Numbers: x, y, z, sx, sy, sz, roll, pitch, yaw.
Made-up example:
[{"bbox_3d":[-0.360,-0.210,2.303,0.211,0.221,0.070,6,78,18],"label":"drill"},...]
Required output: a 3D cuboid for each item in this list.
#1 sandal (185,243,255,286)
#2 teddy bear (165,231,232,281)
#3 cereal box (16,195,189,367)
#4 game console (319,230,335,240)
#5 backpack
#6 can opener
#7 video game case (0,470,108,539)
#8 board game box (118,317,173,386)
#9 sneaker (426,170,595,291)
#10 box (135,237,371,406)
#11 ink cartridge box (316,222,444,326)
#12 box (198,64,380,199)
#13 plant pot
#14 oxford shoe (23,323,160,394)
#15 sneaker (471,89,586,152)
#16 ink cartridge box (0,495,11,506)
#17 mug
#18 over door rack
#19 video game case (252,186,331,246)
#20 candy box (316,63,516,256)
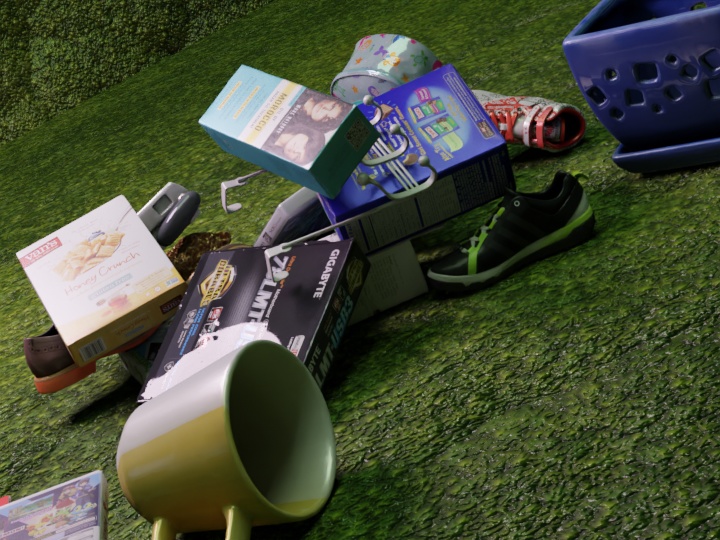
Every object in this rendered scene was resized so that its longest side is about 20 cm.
[{"bbox_3d":[-0.127,0.014,1.610,0.054,0.081,0.199,43,27,27],"label":"sandal"},{"bbox_3d":[-0.222,0.013,1.726,0.198,0.068,0.144,-22,-15,37],"label":"teddy bear"},{"bbox_3d":[-0.286,0.007,1.557,0.143,0.040,0.200,-30,42,-13],"label":"cereal box"},{"bbox_3d":[0.021,-0.102,1.724,0.170,0.120,0.200,-7,23,34],"label":"game console"},{"bbox_3d":[0.056,-0.213,1.867,0.176,0.201,0.151,6,53,52],"label":"backpack"},{"bbox_3d":[-0.266,-0.023,1.643,0.200,0.053,0.067,-46,9,-12],"label":"can opener"},{"bbox_3d":[-0.293,0.237,1.102,0.197,0.023,0.182,-21,20,-3],"label":"video game case"},{"bbox_3d":[-0.191,0.089,1.573,0.125,0.035,0.200,-29,20,-16],"label":"board game box"},{"bbox_3d":[0.153,-0.048,1.490,0.198,0.084,0.072,-25,19,-7],"label":"sneaker"},{"bbox_3d":[-0.107,0.062,1.421,0.196,0.050,0.202,-6,47,34],"label":"box"},{"bbox_3d":[0.000,0.000,1.548,0.198,0.069,0.116,-23,22,-3],"label":"ink cartridge box"},{"bbox_3d":[-0.075,-0.143,1.421,0.199,0.049,0.083,25,75,46],"label":"box"},{"bbox_3d":[0.367,-0.225,1.583,0.198,0.182,0.200,-9,23,35],"label":"plant pot"},{"bbox_3d":[-0.294,0.061,1.594,0.071,0.073,0.199,-7,22,43],"label":"oxford shoe"},{"bbox_3d":[0.187,-0.188,1.776,0.199,0.068,0.108,-2,13,-25],"label":"sneaker"},{"bbox_3d":[-0.330,0.275,1.174,0.115,0.068,0.200,-23,19,-6],"label":"ink cartridge box"},{"bbox_3d":[-0.130,0.158,1.167,0.152,0.151,0.186,-20,11,29],"label":"mug"},{"bbox_3d":[-0.040,-0.095,1.432,0.198,0.067,0.148,-31,42,-6],"label":"over door rack"},{"bbox_3d":[-0.064,-0.067,1.732,0.200,0.023,0.182,-39,-10,-40],"label":"video game case"},{"bbox_3d":[0.045,-0.118,1.527,0.198,0.078,0.170,-23,42,-3],"label":"candy box"}]
